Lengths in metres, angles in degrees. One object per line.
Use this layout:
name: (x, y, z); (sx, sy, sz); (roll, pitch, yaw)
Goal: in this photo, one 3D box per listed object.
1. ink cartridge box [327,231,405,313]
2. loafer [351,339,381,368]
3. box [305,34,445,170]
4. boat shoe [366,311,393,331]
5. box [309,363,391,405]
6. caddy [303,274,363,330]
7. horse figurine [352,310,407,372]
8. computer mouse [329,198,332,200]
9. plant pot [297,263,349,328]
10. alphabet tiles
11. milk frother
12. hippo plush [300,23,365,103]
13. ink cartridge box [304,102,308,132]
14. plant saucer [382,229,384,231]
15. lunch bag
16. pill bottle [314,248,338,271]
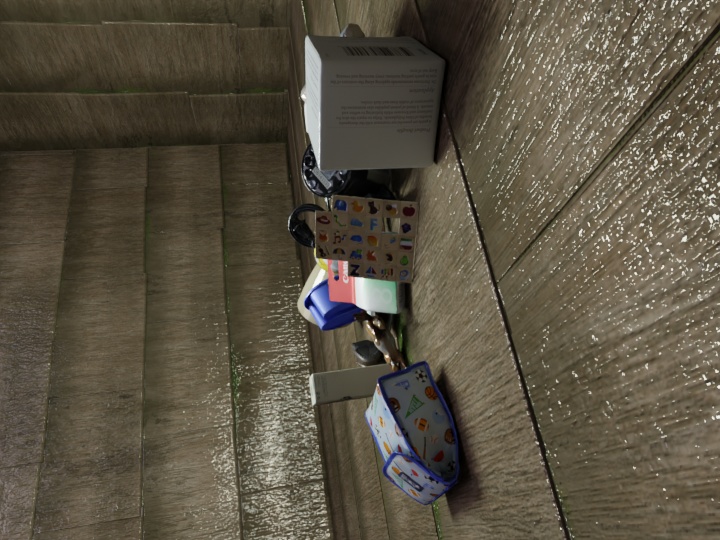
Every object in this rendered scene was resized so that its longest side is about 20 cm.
ink cartridge box: (0.000, 0.000, 1.104); (0.050, 0.196, 0.165); (-20, -70, -59)
loafer: (0.022, 0.231, 1.360); (0.200, 0.071, 0.073); (-172, 69, -84)
box: (0.013, -0.285, 0.865); (0.201, 0.194, 0.174); (-110, 19, -55)
boat shoe: (0.053, 0.054, 1.153); (0.071, 0.071, 0.204); (38, 137, 53)
box: (-0.021, 0.273, 1.234); (0.082, 0.195, 0.070); (117, 146, -70)
caddy: (-0.050, 0.067, 1.343); (0.106, 0.197, 0.142); (60, 155, 26)
horse figurine: (0.051, 0.156, 1.106); (0.202, 0.049, 0.133); (58, 179, -12)
computer mouse: (-0.045, -0.241, 1.206); (0.110, 0.043, 0.203); (56, 139, 45)
plant pot: (-0.080, 0.037, 1.559); (0.189, 0.183, 0.203); (-111, 34, -54)
alphabet tiles: (0.008, -0.060, 0.999); (0.008, 0.195, 0.170); (-72, -14, -61)
milk frother: (-0.043, -0.155, 1.070); (0.187, 0.198, 0.183); (-5, -113, -62)
hippo plush: (-0.019, -0.358, 1.028); (0.161, 0.160, 0.199); (-60, 21, -14)
ink cartridge box: (-0.060, -0.435, 1.292); (0.200, 0.143, 0.085); (122, 141, -70)
plant saucer: (0.020, -0.086, 1.304); (0.200, 0.036, 0.205); (174, 90, -78)
lunch bag: (0.093, 0.295, 0.903); (0.171, 0.122, 0.202); (103, 146, -56)
pill bottle: (-0.057, -0.056, 1.332); (0.200, 0.109, 0.115); (157, 108, -78)
